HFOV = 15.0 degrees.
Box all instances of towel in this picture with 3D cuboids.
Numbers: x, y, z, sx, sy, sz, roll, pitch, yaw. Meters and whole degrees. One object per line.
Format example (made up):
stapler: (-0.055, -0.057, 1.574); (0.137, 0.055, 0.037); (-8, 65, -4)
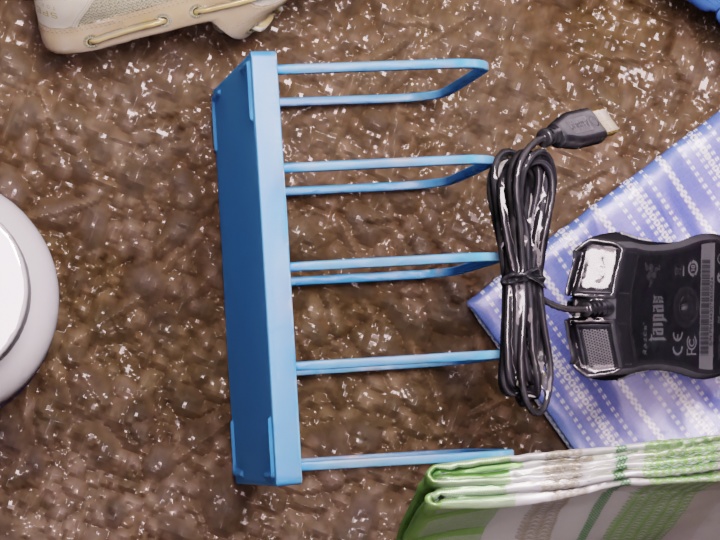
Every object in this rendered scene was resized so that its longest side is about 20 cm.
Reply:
towel: (0.175, 0.015, 1.414); (0.200, 0.024, 0.145); (-36, 91, -9)
towel: (0.117, 0.123, 1.335); (0.199, 0.149, 0.031); (-5, 65, -11)

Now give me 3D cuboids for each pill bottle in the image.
pill bottle: (-0.196, 0.016, 1.272); (0.112, 0.200, 0.113); (0, 87, -8)

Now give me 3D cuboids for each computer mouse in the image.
computer mouse: (0.122, -0.010, 1.341); (0.200, 0.046, 0.141); (-8, 97, -46)

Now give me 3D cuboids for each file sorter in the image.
file sorter: (0.000, 0.000, 1.334); (0.122, 0.139, 0.201); (-3, 87, -11)

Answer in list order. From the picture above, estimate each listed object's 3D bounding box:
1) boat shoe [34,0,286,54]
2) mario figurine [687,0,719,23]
boat shoe: (-0.067, -0.153, 1.375); (0.199, 0.072, 0.065); (-13, 124, -13)
mario figurine: (0.254, -0.124, 1.394); (0.200, 0.106, 0.124); (41, 80, -2)
